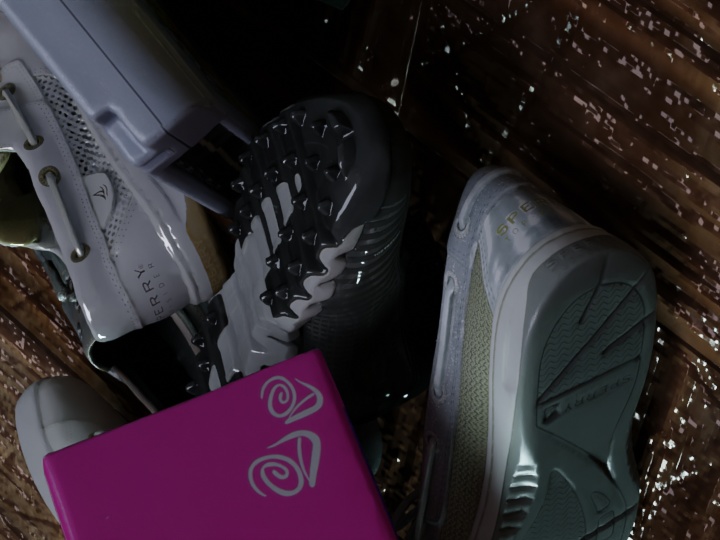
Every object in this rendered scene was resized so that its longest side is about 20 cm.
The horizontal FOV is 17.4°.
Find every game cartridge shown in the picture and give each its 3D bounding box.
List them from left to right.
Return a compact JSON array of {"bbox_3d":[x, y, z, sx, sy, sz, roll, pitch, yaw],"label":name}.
[{"bbox_3d":[-0.085,-0.083,0.797,0.133,0.040,0.200,47,-178,8],"label":"game cartridge"}]

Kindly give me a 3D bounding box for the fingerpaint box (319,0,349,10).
[{"bbox_3d":[-0.095,-0.173,0.725,0.200,0.167,0.074,39,104,24],"label":"fingerpaint box"}]

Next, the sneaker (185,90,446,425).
[{"bbox_3d":[0.000,0.000,0.803,0.200,0.090,0.067,113,145,-56],"label":"sneaker"}]

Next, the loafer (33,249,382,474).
[{"bbox_3d":[-0.078,0.024,0.930,0.200,0.063,0.072,40,139,26],"label":"loafer"}]

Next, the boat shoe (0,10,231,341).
[{"bbox_3d":[-0.123,-0.042,0.901,0.200,0.069,0.071,45,163,47],"label":"boat shoe"}]

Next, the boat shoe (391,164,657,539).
[{"bbox_3d":[0.050,0.059,0.798,0.065,0.074,0.203,45,145,38],"label":"boat shoe"}]

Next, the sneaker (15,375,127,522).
[{"bbox_3d":[-0.068,0.102,0.987,0.085,0.073,0.200,-51,61,17],"label":"sneaker"}]

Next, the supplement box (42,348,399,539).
[{"bbox_3d":[-0.032,0.124,0.817,0.200,0.103,0.102,75,172,-65],"label":"supplement box"}]
